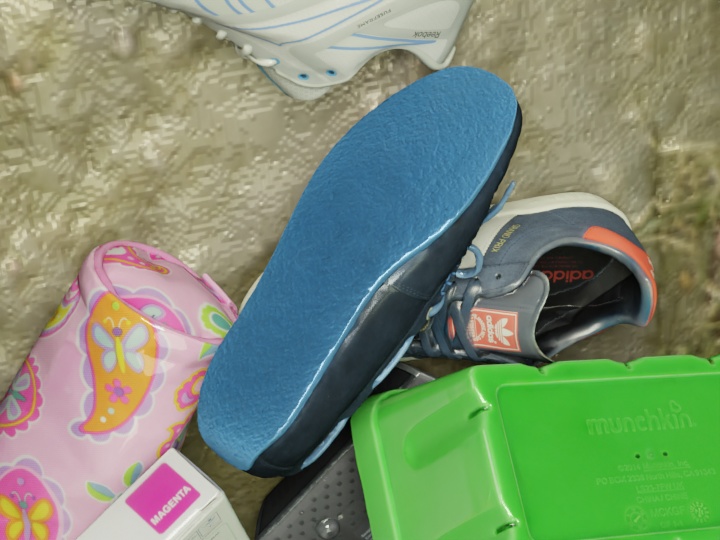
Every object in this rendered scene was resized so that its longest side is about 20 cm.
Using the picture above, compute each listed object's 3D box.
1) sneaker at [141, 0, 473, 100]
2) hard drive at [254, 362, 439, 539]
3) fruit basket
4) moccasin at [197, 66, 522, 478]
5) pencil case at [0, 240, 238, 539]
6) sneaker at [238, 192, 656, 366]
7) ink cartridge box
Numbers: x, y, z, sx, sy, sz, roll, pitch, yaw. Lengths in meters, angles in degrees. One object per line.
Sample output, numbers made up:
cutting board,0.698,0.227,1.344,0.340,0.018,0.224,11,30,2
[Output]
sneaker,-0.040,-0.110,0.679,0.200,0.075,0.087,0,123,-18
hard drive,0.052,0.134,0.859,0.200,0.042,0.135,36,103,-31
fruit basket,0.095,0.131,0.787,0.215,0.156,0.216,-10,157,-4
moccasin,0.000,0.000,0.717,0.200,0.080,0.068,-50,151,-6
pencil case,-0.128,0.086,0.753,0.087,0.087,0.200,21,110,-26
sneaker,0.044,0.016,0.766,0.200,0.085,0.075,-16,122,-9
ink cartridge box,-0.099,0.168,0.775,0.119,0.042,0.200,-44,155,-14
